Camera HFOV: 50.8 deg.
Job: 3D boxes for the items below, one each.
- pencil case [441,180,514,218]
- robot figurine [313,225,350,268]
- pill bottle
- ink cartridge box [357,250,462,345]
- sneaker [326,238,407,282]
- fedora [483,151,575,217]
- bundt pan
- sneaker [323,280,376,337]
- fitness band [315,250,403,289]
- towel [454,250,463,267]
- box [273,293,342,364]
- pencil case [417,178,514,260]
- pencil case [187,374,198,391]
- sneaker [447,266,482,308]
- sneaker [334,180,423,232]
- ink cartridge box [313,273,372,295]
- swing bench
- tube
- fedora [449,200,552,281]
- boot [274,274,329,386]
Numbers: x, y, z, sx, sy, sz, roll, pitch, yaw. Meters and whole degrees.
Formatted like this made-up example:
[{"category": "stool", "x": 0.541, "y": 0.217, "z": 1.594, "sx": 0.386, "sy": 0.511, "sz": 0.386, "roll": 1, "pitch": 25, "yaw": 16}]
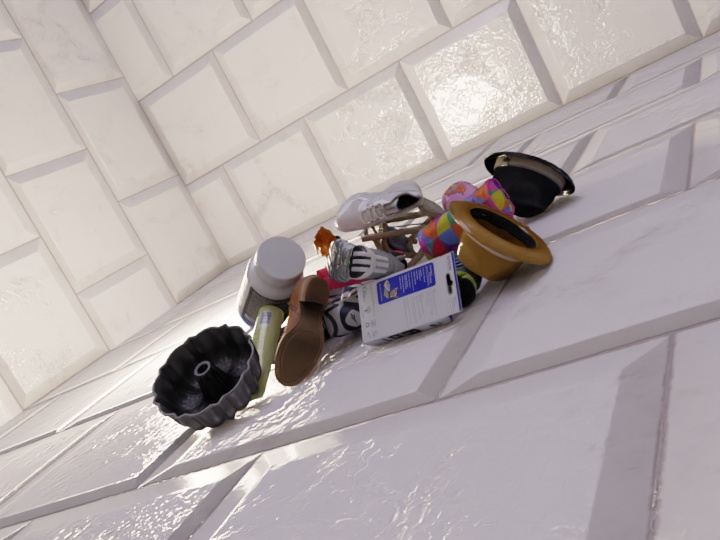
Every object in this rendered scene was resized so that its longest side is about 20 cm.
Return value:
[{"category": "pencil case", "x": 0.237, "y": -0.118, "z": 1.534, "sx": 0.087, "sy": 0.088, "sz": 0.200, "roll": -29, "pitch": 28, "yaw": -6}, {"category": "robot figurine", "x": -0.047, "y": -0.025, "z": 1.710, "sx": 0.058, "sy": 0.144, "sz": 0.200, "roll": -53, "pitch": -17, "yaw": -14}, {"category": "pill bottle", "x": -0.174, "y": 0.027, "z": 1.489, "sx": 0.113, "sy": 0.114, "sz": 0.200, "roll": -34, "pitch": -15, "yaw": -33}, {"category": "ink cartridge box", "x": 0.083, "y": 0.048, "z": 1.198, "sx": 0.199, "sy": 0.100, "sz": 0.039, "roll": -21, "pitch": -25, "yaw": 38}, {"category": "sneaker", "x": 0.018, "y": -0.007, "z": 1.314, "sx": 0.115, "sy": 0.076, "sz": 0.200, "roll": 8, "pitch": 4, "yaw": -21}, {"category": "fedora", "x": 0.331, "y": -0.164, "z": 1.544, "sx": 0.092, "sy": 0.199, "sz": 0.200, "roll": -66, "pitch": 17, "yaw": -8}, {"category": "bundt pan", "x": -0.258, "y": 0.192, "z": 1.320, "sx": 0.200, "sy": 0.076, "sz": 0.203, "roll": -17, "pitch": 41, "yaw": 15}, {"category": "sneaker", "x": 0.024, "y": 0.056, "z": 1.405, "sx": 0.129, "sy": 0.080, "sz": 0.199, "roll": -14, "pitch": 6, "yaw": 24}, {"category": "fitness band", "x": 0.000, "y": 0.000, "z": 1.461, "sx": 0.143, "sy": 0.038, "sz": 0.199, "roll": -7, "pitch": 9, "yaw": 42}, {"category": "towel", "x": 0.184, "y": -0.013, "z": 1.374, "sx": 0.199, "sy": 0.049, "sz": 0.112, "roll": -27, "pitch": 9, "yaw": 9}, {"category": "box", "x": -0.104, "y": 0.116, "z": 1.526, "sx": 0.199, "sy": 0.050, "sz": 0.157, "roll": -34, "pitch": 11, "yaw": -31}, {"category": "pencil case", "x": 0.193, "y": -0.089, "z": 1.417, "sx": 0.200, "sy": 0.089, "sz": 0.088, "roll": -35, "pitch": 3, "yaw": 40}, {"category": "pencil case", "x": -0.312, "y": 0.219, "z": 1.484, "sx": 0.077, "sy": 0.088, "sz": 0.200, "roll": -9, "pitch": 3, "yaw": -20}, {"category": "sneaker", "x": 0.119, "y": 0.039, "z": 1.263, "sx": 0.199, "sy": 0.074, "sz": 0.081, "roll": -12, "pitch": 10, "yaw": 38}, {"category": "sneaker", "x": 0.039, "y": -0.132, "z": 1.572, "sx": 0.199, "sy": 0.075, "sz": 0.087, "roll": -24, "pitch": 18, "yaw": -3}, {"category": "ink cartridge box", "x": -0.068, "y": 0.049, "z": 1.695, "sx": 0.195, "sy": 0.044, "sz": 0.199, "roll": -22, "pitch": -21, "yaw": 39}, {"category": "swing bench", "x": 0.112, "y": -0.078, "z": 1.653, "sx": 0.199, "sy": 0.130, "sz": 0.199, "roll": -27, "pitch": 12, "yaw": 4}, {"category": "tube", "x": -0.184, "y": 0.157, "z": 1.398, "sx": 0.058, "sy": 0.051, "sz": 0.201, "roll": 106, "pitch": 176, "yaw": -48}, {"category": "fedora", "x": 0.212, "y": -0.038, "z": 1.218, "sx": 0.082, "sy": 0.199, "sz": 0.201, "roll": -65, "pitch": -4, "yaw": 22}, {"category": "boot", "x": -0.113, "y": 0.104, "z": 1.350, "sx": 0.076, "sy": 0.202, "sz": 0.155, "roll": 13, "pitch": -8, "yaw": -13}]
